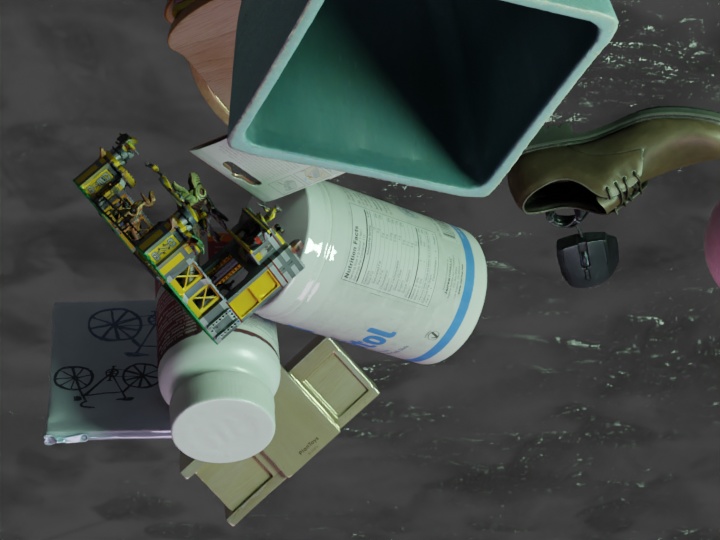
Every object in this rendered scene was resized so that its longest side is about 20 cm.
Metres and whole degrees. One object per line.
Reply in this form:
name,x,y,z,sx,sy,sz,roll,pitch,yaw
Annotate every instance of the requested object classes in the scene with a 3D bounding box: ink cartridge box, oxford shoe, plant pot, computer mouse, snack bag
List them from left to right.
snack bag,-0.195,0.094,1.767,0.188,0.200,0.021,0,128,-6
ink cartridge box,-0.029,-0.127,1.541,0.200,0.050,0.109,-20,147,28
plant pot,0.028,-0.198,1.265,0.196,0.200,0.196,10,143,-22
computer mouse,0.203,-0.026,1.731,0.058,0.034,0.200,-9,157,10
oxford shoe,0.224,-0.084,1.609,0.199,0.085,0.073,-13,147,12

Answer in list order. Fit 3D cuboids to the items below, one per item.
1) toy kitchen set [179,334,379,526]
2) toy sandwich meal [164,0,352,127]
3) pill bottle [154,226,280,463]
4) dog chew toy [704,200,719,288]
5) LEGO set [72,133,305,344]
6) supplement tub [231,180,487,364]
toy kitchen set,-0.115,0.117,1.952,0.200,0.180,0.163,-42,100,2
toy sandwich meal,-0.049,-0.152,1.419,0.205,0.070,0.206,7,130,9
pill bottle,-0.128,0.066,1.696,0.109,0.200,0.110,-4,138,-4
dog chew toy,0.384,-0.052,1.653,0.124,0.125,0.200,8,140,-20
LEGO set,-0.135,-0.044,1.575,0.116,0.200,0.154,-41,123,-7
supplement tub,0.000,0.000,1.682,0.200,0.132,0.132,17,144,-32
